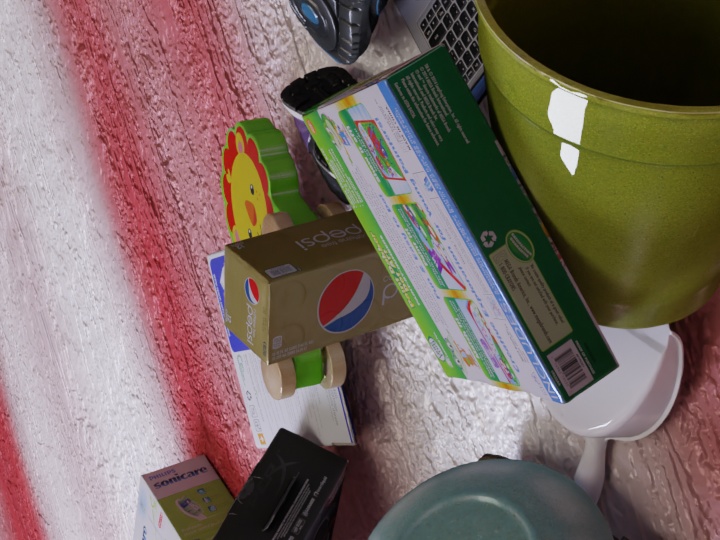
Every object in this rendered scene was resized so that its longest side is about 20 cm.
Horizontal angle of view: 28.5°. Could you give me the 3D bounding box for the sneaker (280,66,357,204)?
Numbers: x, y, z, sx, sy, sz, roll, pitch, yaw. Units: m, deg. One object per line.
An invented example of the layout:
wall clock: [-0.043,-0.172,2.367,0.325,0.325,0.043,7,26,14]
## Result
sneaker: [0.001,-0.087,1.107,0.200,0.075,0.088,-120,7,-59]

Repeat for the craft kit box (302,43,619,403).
craft kit box: [0.050,-0.023,0.836,0.201,0.048,0.197,61,164,-9]

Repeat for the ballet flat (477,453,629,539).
ballet flat: [0.144,0.192,1.015,0.199,0.046,0.068,32,165,46]

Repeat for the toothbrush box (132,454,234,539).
toothbrush box: [-0.170,0.330,1.565,0.200,0.085,0.147,50,141,37]

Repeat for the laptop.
laptop: [0.053,-0.170,0.959,0.202,0.115,0.187,64,147,17]

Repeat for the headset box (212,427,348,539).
headset box: [-0.081,0.253,1.290,0.074,0.149,0.201,23,140,10]

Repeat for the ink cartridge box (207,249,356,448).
ink cartridge box: [-0.063,0.065,1.319,0.199,0.047,0.200,-13,91,57]

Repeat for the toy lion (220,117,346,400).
toy lion: [-0.075,-0.020,1.215,0.192,0.068,0.202,-132,37,-51]

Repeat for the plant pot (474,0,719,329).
plant pot: [0.154,-0.078,0.787,0.201,0.199,0.194,49,152,35]

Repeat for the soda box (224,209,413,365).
soda box: [0.000,0.000,1.035,0.064,0.198,0.068,36,133,45]

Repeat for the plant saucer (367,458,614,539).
plant saucer: [0.075,0.208,0.966,0.201,0.201,0.039,39,168,44]

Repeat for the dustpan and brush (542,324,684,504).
dustpan and brush: [0.160,0.087,0.969,0.139,0.057,0.202,40,128,45]

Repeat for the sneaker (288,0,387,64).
sneaker: [0.002,-0.215,1.047,0.073,0.082,0.200,46,164,0]
